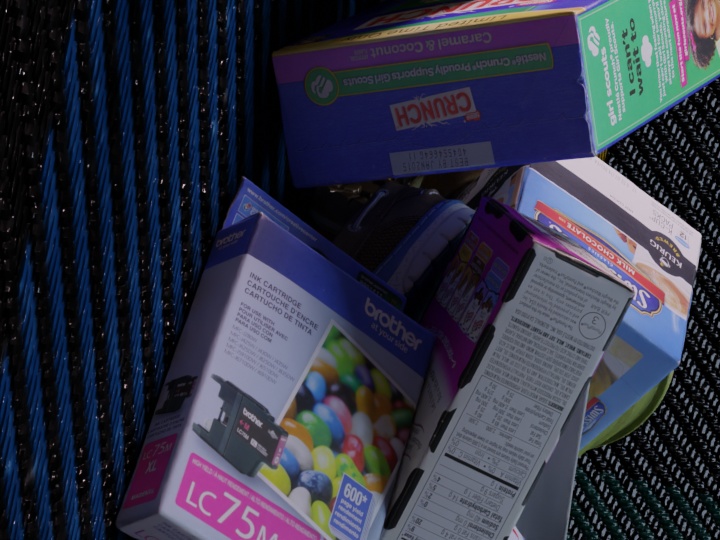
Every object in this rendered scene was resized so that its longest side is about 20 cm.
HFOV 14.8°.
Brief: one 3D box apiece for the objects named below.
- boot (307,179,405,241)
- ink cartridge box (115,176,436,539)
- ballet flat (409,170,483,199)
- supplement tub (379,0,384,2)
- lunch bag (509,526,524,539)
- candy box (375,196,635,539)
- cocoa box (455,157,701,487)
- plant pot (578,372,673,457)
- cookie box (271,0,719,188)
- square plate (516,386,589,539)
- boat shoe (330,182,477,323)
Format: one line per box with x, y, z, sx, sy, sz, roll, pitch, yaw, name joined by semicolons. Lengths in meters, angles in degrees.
0.000;0.000;1.572;0.200;0.075;0.107;-20;129;-74;boot
-0.032;0.060;1.297;0.042;0.119;0.200;-25;-142;44;ink cartridge box
0.041;-0.009;1.780;0.200;0.068;0.072;111;-32;-42;ballet flat
0.105;-0.207;1.556;0.200;0.140;0.140;-60;-175;40;supplement tub
0.006;0.201;1.545;0.200;0.076;0.160;-37;167;3;lunch bag
0.051;0.073;1.358;0.200;0.061;0.136;-62;-168;6;candy box
0.088;0.038;1.664;0.200;0.133;0.131;-45;-165;34;cocoa box
0.094;0.077;1.922;0.184;0.200;0.201;-45;147;-53;plant pot
0.077;-0.107;1.409;0.200;0.171;0.075;-33;115;-58;cookie box
0.029;0.134;1.604;0.028;0.198;0.200;-119;-154;-47;square plate
-0.020;0.032;1.418;0.200;0.072;0.072;-43;147;-27;boat shoe
